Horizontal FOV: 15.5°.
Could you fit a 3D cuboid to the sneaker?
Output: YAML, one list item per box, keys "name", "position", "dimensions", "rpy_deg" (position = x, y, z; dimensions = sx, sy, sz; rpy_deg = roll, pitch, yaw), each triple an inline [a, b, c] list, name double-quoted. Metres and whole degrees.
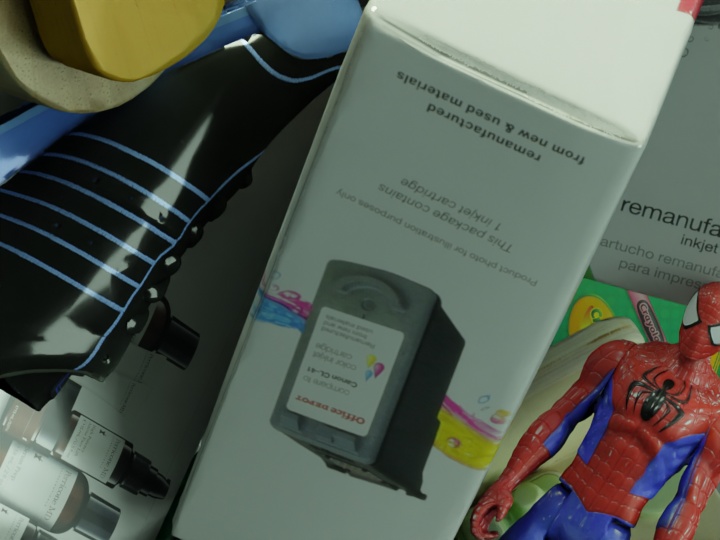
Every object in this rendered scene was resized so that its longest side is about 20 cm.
- name: "sneaker"
  position: [-0.076, -0.013, 0.748]
  dimensions: [0.199, 0.070, 0.078]
  rpy_deg: [-29, 99, -12]

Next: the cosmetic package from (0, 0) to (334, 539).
- name: "cosmetic package"
  position: [-0.074, 0.003, 0.817]
  dimensions: [0.082, 0.050, 0.201]
  rpy_deg: [35, 74, -42]

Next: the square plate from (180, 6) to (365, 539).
- name: "square plate"
  position: [0.000, 0.000, 0.953]
  dimensions: [0.199, 0.028, 0.199]
  rpy_deg: [-16, 110, -47]

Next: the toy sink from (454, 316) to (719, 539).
- name: "toy sink"
  position: [0.079, 0.130, 0.955]
  dimensions: [0.130, 0.112, 0.200]
  rpy_deg: [-28, 149, -6]

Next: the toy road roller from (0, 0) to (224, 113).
- name: "toy road roller"
  position: [-0.135, -0.118, 0.654]
  dimensions: [0.146, 0.123, 0.201]
  rpy_deg: [-35, 125, -30]

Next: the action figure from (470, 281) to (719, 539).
- name: "action figure"
  position: [0.068, 0.090, 0.859]
  dimensions: [0.201, 0.065, 0.052]
  rpy_deg: [-58, 163, -1]

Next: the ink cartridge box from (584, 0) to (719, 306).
- name: "ink cartridge box"
  position: [0.099, -0.098, 0.853]
  dimensions: [0.084, 0.145, 0.201]
  rpy_deg: [-69, 172, -56]

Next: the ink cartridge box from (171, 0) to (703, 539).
- name: "ink cartridge box"
  position: [0.027, -0.018, 0.778]
  dimensions: [0.148, 0.085, 0.201]
  rpy_deg: [-64, 176, -50]

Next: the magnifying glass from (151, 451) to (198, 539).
- name: "magnifying glass"
  position: [-0.032, 0.063, 0.883]
  dimensions: [0.201, 0.022, 0.080]
  rpy_deg: [-59, 153, -28]

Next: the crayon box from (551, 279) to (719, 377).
- name: "crayon box"
  position: [0.114, -0.039, 1.046]
  dimensions: [0.119, 0.058, 0.201]
  rpy_deg: [31, 60, -72]
